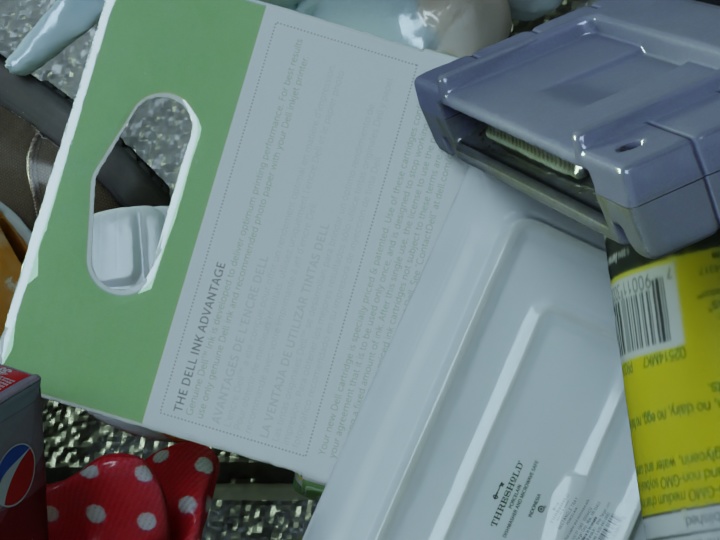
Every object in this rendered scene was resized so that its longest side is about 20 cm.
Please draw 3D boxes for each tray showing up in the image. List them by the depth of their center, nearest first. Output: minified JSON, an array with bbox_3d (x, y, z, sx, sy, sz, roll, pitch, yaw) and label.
[{"bbox_3d":[0.046,0.071,0.838,0.107,0.022,0.201,25,78,-1],"label":"tray"}]

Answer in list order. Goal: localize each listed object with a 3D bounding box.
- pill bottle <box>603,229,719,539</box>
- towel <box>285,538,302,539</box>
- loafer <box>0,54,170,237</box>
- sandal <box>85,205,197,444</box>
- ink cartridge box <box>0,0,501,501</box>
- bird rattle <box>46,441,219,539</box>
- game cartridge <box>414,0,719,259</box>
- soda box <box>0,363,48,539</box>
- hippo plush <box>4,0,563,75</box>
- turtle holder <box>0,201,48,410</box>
[{"bbox_3d":[0.135,0.070,0.784,0.114,0.114,0.201,-10,83,21],"label":"pill bottle"},{"bbox_3d":[-0.047,0.183,0.902,0.086,0.018,0.201,-7,63,22],"label":"towel"},{"bbox_3d":[-0.160,-0.056,1.041,0.200,0.073,0.071,34,82,34],"label":"loafer"},{"bbox_3d":[-0.006,0.028,0.940,0.205,0.059,0.080,5,76,5],"label":"sandal"},{"bbox_3d":[0.000,0.000,0.883,0.199,0.048,0.146,16,78,1],"label":"ink cartridge box"},{"bbox_3d":[-0.052,0.152,0.869,0.162,0.113,0.201,6,64,9],"label":"bird rattle"},{"bbox_3d":[0.099,-0.057,0.782,0.129,0.039,0.200,-27,15,-8],"label":"game cartridge"},{"bbox_3d":[-0.188,0.048,0.846,0.199,0.070,0.063,17,29,31],"label":"soda box"},{"bbox_3d":[-0.019,-0.159,0.947,0.199,0.161,0.160,10,59,14],"label":"hippo plush"},{"bbox_3d":[-0.180,0.042,0.969,0.141,0.132,0.186,39,130,16],"label":"turtle holder"}]
